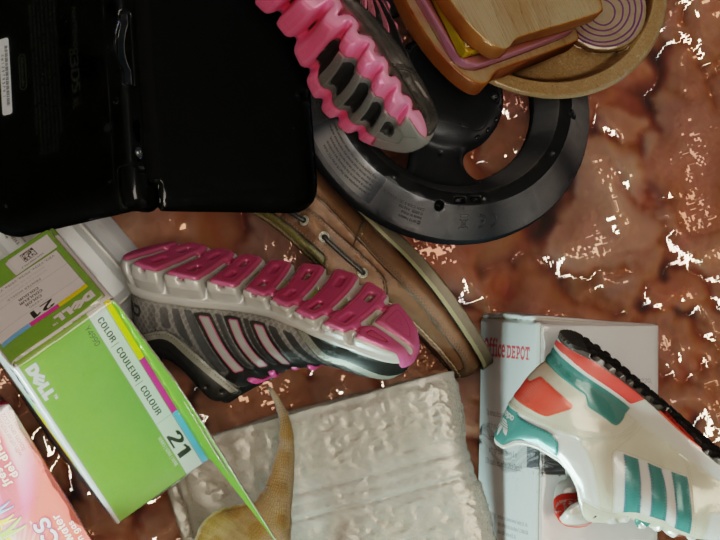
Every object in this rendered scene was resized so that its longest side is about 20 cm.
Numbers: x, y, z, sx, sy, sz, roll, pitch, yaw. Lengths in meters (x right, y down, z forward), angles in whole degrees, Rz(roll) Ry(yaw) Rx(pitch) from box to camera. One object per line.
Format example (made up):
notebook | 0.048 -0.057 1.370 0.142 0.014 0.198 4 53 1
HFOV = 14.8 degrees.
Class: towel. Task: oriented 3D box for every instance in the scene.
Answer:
towel | -0.019 0.150 1.760 0.200 0.034 0.133 -15 89 8

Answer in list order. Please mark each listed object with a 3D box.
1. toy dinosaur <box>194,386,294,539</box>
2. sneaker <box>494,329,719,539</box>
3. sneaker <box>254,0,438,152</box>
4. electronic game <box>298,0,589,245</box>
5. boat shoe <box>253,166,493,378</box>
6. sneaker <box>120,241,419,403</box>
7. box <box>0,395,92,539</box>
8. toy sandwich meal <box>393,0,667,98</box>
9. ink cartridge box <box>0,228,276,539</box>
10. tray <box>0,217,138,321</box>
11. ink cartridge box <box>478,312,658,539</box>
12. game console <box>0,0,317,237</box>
toy dinosaur | -0.055 0.173 1.700 0.101 0.058 0.200 36 65 -21
sneaker | 0.166 0.127 1.663 0.200 0.070 0.093 41 96 -16
sneaker | -0.007 -0.167 1.708 0.095 0.079 0.200 -40 96 -36
electronic game | 0.052 -0.111 1.774 0.200 0.042 0.200 6 68 -16
boat shoe | 0.000 0.000 1.775 0.068 0.072 0.200 -40 85 -8
sneaker | -0.058 0.044 1.729 0.200 0.074 0.087 13 115 17
box | -0.209 0.187 1.716 0.095 0.103 0.200 -31 96 -9
toy sandwich meal | 0.111 -0.200 1.764 0.205 0.070 0.205 6 68 -16
ink cartridge box | -0.147 0.085 1.656 0.076 0.200 0.148 -35 127 -9
tray | -0.220 -0.026 1.756 0.107 0.022 0.200 -42 97 -9
ink cartridge box | 0.130 0.127 1.755 0.083 0.145 0.200 1 90 -12
game console | -0.136 -0.125 1.735 0.176 0.116 0.200 -12 76 33
